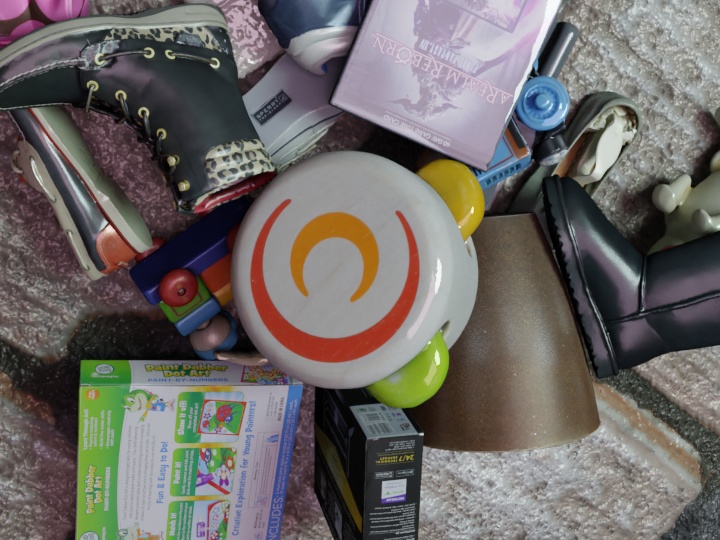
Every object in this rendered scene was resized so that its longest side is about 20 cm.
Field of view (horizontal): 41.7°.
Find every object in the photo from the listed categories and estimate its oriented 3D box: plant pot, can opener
[{"bbox_3d":[0.125,0.048,0.889,0.186,0.187,0.201,-5,95,-14],"label":"plant pot"},{"bbox_3d":[0.146,-0.143,0.884,0.053,0.067,0.201,23,100,-21],"label":"can opener"}]

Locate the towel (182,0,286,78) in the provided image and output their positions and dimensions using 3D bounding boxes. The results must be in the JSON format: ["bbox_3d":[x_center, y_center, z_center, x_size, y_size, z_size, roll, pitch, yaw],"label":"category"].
[{"bbox_3d":[-0.062,-0.264,0.807,0.199,0.034,0.133,-33,111,-4],"label":"towel"}]

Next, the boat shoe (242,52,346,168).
[{"bbox_3d":[-0.057,-0.138,0.827,0.200,0.066,0.072,-43,83,-13],"label":"boat shoe"}]

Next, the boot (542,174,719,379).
[{"bbox_3d":[0.268,-0.013,0.861,0.167,0.076,0.201,-19,93,7],"label":"boot"}]

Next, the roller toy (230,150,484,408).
[{"bbox_3d":[0.000,0.000,0.771,0.181,0.140,0.201,9,89,19],"label":"roller toy"}]

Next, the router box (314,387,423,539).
[{"bbox_3d":[0.001,0.179,0.867,0.052,0.200,0.158,-3,108,-14],"label":"router box"}]

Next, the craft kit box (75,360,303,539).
[{"bbox_3d":[-0.164,0.176,0.882,0.196,0.049,0.201,1,119,-19],"label":"craft kit box"}]

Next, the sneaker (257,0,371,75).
[{"bbox_3d":[0.005,-0.252,0.779,0.200,0.081,0.147,-38,126,-14],"label":"sneaker"}]

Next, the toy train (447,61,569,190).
[{"bbox_3d":[0.102,-0.170,0.822,0.114,0.087,0.201,-28,85,7],"label":"toy train"}]

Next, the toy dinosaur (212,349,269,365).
[{"bbox_3d":[-0.028,0.059,0.872,0.199,0.088,0.048,-32,154,-24],"label":"toy dinosaur"}]

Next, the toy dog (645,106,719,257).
[{"bbox_3d":[0.366,-0.034,0.959,0.200,0.140,0.194,-49,138,2],"label":"toy dog"}]

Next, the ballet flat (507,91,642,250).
[{"bbox_3d":[0.204,-0.084,0.920,0.067,0.064,0.201,28,97,-21],"label":"ballet flat"}]

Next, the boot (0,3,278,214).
[{"bbox_3d":[-0.172,-0.115,0.726,0.203,0.073,0.154,-20,82,-26],"label":"boot"}]

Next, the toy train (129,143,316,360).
[{"bbox_3d":[-0.096,-0.013,0.856,0.200,0.085,0.116,-36,129,-11],"label":"toy train"}]

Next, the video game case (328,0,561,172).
[{"bbox_3d":[0.077,-0.198,0.750,0.142,0.019,0.201,21,97,-12],"label":"video game case"}]

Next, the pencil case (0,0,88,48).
[{"bbox_3d":[-0.308,-0.208,0.726,0.199,0.091,0.094,-6,73,-12],"label":"pencil case"}]

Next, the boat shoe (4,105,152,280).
[{"bbox_3d":[-0.254,-0.084,0.788,0.062,0.071,0.201,-30,109,8],"label":"boat shoe"}]
